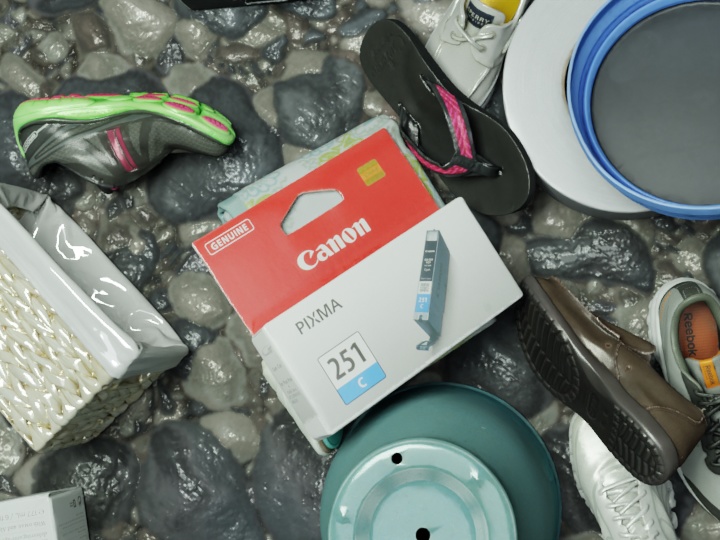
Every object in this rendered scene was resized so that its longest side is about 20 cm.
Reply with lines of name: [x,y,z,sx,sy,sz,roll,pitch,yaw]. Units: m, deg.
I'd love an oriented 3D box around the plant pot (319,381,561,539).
plant pot: [0.055,0.190,0.897,0.196,0.188,0.204,0,87,9]

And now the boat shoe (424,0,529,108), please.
boat shoe: [0.098,-0.202,0.972,0.070,0.070,0.202,32,95,10]

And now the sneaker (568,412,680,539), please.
sneaker: [0.217,0.201,0.925,0.074,0.081,0.203,-21,82,9]

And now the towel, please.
towel: [0.002,-0.005,0.956,0.170,0.048,0.202,-29,85,-24]

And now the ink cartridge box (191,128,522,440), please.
ink cartridge box: [0.000,0.000,0.905,0.199,0.045,0.177,-33,88,-24]

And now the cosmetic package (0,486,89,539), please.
cosmetic package: [-0.283,0.294,0.998,0.111,0.081,0.204,-12,84,6]

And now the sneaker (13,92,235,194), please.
sneaker: [-0.200,-0.109,1.023,0.196,0.077,0.085,2,104,12]

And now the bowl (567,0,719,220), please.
bowl: [0.252,-0.131,0.870,0.197,0.039,0.204,-5,69,14]

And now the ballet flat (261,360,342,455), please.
ballet flat: [-0.054,0.054,0.989,0.068,0.069,0.204,-7,78,8]

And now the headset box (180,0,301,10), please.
headset box: [-0.080,-0.322,0.998,0.171,0.093,0.204,-2,87,9]

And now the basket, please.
basket: [-0.263,0.041,0.984,0.200,0.135,0.124,45,96,9]

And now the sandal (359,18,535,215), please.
sandal: [0.060,-0.118,0.951,0.201,0.045,0.075,50,126,14]

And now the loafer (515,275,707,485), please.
loafer: [0.193,0.078,0.927,0.070,0.074,0.201,-21,55,-23]

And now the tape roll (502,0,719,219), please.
tape roll: [0.213,-0.144,0.954,0.197,0.066,0.204,-1,86,9]

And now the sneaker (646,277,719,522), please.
sneaker: [0.272,0.105,0.923,0.073,0.079,0.203,-16,85,6]
